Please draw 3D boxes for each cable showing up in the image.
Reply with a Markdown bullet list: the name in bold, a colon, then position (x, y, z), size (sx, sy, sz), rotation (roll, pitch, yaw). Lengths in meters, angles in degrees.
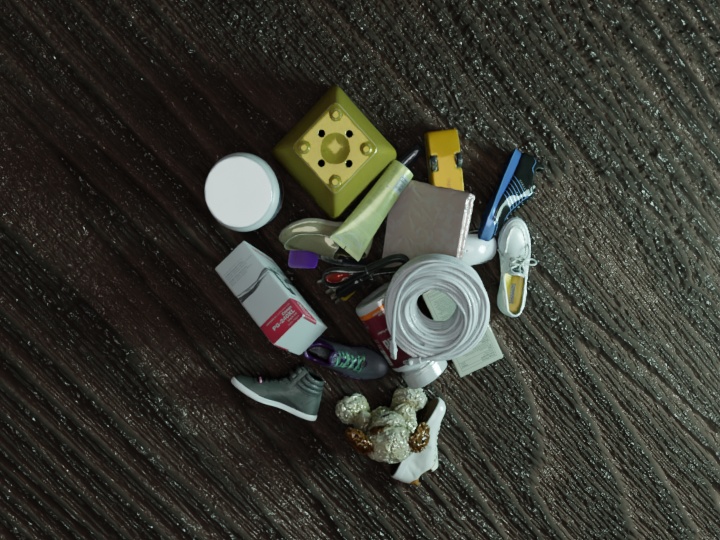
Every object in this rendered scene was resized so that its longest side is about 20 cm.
- **cable**: position (0.000, 0.000, 1.315), size (0.197, 0.051, 0.097), rotation (-30, 126, 19)
- **cable**: position (0.141, 0.070, 1.212), size (0.194, 0.069, 0.205), rotation (-4, 108, 14)

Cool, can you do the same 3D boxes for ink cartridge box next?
- **ink cartridge box**: position (-0.171, 0.054, 1.266), size (0.083, 0.145, 0.201), rotation (-42, 70, 2)

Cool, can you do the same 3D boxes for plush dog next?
- **plush dog**: position (0.051, 0.334, 1.326), size (0.194, 0.172, 0.165), rotation (-7, 95, -2)

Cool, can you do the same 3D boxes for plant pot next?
- **plant pot**: position (-0.050, -0.228, 1.249), size (0.194, 0.200, 0.196), rotation (-44, 96, 2)

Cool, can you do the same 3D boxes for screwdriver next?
- **screwdriver**: position (0.051, -0.186, 1.342), size (0.199, 0.028, 0.029), rotation (-41, 126, -2)

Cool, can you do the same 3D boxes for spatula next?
- **spatula**: position (-0.051, -0.021, 1.359), size (0.194, 0.021, 0.058), rotation (9, 72, -8)

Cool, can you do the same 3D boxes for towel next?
- **towel**: position (0.128, -0.072, 1.288), size (0.032, 0.197, 0.196), rotation (-3, 105, -44)

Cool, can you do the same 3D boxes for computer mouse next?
- **computer mouse**: position (0.191, -0.041, 1.359), size (0.194, 0.044, 0.113), rotation (-10, 96, -2)

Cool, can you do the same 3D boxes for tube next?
- **tube**: position (0.025, -0.122, 1.288), size (0.058, 0.052, 0.202), rotation (35, 88, 23)

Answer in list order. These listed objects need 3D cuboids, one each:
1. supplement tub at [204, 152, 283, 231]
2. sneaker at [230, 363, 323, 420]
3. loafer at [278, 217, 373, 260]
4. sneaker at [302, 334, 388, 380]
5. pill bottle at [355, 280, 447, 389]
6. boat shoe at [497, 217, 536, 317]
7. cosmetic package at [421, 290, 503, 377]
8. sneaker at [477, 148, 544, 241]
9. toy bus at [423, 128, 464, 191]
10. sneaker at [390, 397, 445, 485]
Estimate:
- **supplement tub**: position (-0.219, -0.149, 1.247), size (0.136, 0.200, 0.145), rotation (0, 96, -3)
- **sneaker**: position (-0.164, 0.229, 1.360), size (0.196, 0.071, 0.101), rotation (23, 93, -11)
- **loafer**: position (-0.066, -0.058, 1.315), size (0.194, 0.076, 0.070), rotation (-3, 63, -8)
- **sneaker**: position (-0.035, 0.188, 1.350), size (0.195, 0.088, 0.076), rotation (16, 95, -4)
- **pill bottle**: position (0.086, 0.132, 1.337), size (0.113, 0.114, 0.202), rotation (-34, 97, 1)
- **boat shoe**: position (0.319, -0.004, 1.349), size (0.072, 0.086, 0.208), rotation (5, 96, -3)
- **cosmetic package**: position (0.204, 0.101, 1.343), size (0.102, 0.073, 0.203), rotation (-24, 107, 5)
- **sneaker**: position (0.307, -0.144, 1.335), size (0.076, 0.070, 0.204), rotation (24, 86, -2)
- **toy bus**: position (0.171, -0.179, 1.326), size (0.063, 0.078, 0.206), rotation (-7, 96, -3)
- **sneaker**: position (0.142, 0.365, 1.392), size (0.083, 0.073, 0.203), rotation (25, 105, -9)
